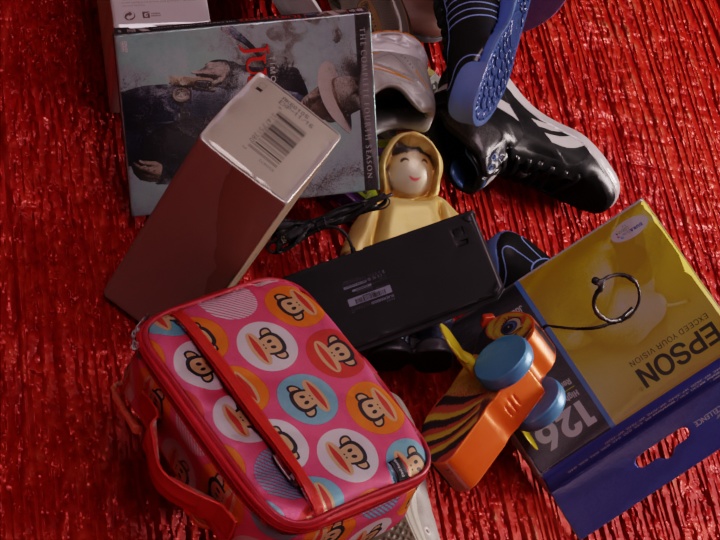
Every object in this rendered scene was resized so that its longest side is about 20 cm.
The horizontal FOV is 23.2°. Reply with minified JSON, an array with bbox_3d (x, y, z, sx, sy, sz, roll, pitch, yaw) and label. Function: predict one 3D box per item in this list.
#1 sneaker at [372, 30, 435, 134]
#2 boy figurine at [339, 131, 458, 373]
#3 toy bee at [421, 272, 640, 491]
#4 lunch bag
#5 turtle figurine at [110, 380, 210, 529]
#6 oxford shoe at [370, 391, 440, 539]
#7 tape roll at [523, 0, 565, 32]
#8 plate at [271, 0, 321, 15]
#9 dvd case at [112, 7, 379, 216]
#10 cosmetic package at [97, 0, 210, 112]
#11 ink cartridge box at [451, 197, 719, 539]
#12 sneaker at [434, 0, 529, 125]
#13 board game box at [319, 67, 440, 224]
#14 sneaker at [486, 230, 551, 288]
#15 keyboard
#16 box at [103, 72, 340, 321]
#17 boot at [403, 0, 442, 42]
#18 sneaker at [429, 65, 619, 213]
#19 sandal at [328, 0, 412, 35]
[{"bbox_3d":[-0.029,-0.148,1.448,0.199,0.076,0.092,-6,49,-16],"label":"sneaker"},{"bbox_3d":[0.046,-0.018,1.416,0.124,0.064,0.201,4,68,-4],"label":"boy figurine"},{"bbox_3d":[0.115,0.080,1.355,0.199,0.109,0.131,-26,114,-20],"label":"toy bee"},{"bbox_3d":[-0.069,0.106,1.189,0.176,0.082,0.200,-18,57,-38],"label":"lunch bag"},{"bbox_3d":[-0.079,0.140,1.256,0.200,0.065,0.161,45,41,17],"label":"turtle figurine"},{"bbox_3d":[0.023,0.178,1.299,0.058,0.075,0.201,47,23,-46],"label":"oxford shoe"},{"bbox_3d":[0.120,-0.324,1.623,0.200,0.200,0.085,36,47,-3],"label":"tape roll"},{"bbox_3d":[-0.087,-0.277,1.496,0.032,0.200,0.200,-33,60,3],"label":"plate"},{"bbox_3d":[-0.087,-0.123,1.364,0.199,0.147,0.022,-6,18,-11],"label":"dvd case"},{"bbox_3d":[-0.175,-0.241,1.437,0.081,0.113,0.201,-3,60,-12],"label":"cosmetic package"},{"bbox_3d":[0.201,0.078,1.410,0.197,0.047,0.200,-33,72,-2],"label":"ink cartridge box"},{"bbox_3d":[0.093,-0.208,1.499,0.078,0.070,0.201,9,56,16],"label":"sneaker"},{"bbox_3d":[0.010,-0.125,1.530,0.120,0.032,0.200,42,46,-3],"label":"board game box"},{"bbox_3d":[0.187,0.033,1.485,0.200,0.078,0.070,48,47,8],"label":"sneaker"},{"bbox_3d":[0.000,0.000,1.367,0.199,0.021,0.128,-19,71,-2],"label":"keyboard"},{"bbox_3d":[-0.104,-0.039,1.279,0.078,0.200,0.095,37,47,-1],"label":"box"},{"bbox_3d":[0.043,-0.325,1.576,0.188,0.200,0.068,42,35,5],"label":"boot"},{"bbox_3d":[0.135,-0.090,1.546,0.200,0.073,0.112,39,51,-13],"label":"sneaker"},{"bbox_3d":[-0.018,-0.263,1.537,0.054,0.082,0.201,1,66,-57],"label":"sandal"}]
